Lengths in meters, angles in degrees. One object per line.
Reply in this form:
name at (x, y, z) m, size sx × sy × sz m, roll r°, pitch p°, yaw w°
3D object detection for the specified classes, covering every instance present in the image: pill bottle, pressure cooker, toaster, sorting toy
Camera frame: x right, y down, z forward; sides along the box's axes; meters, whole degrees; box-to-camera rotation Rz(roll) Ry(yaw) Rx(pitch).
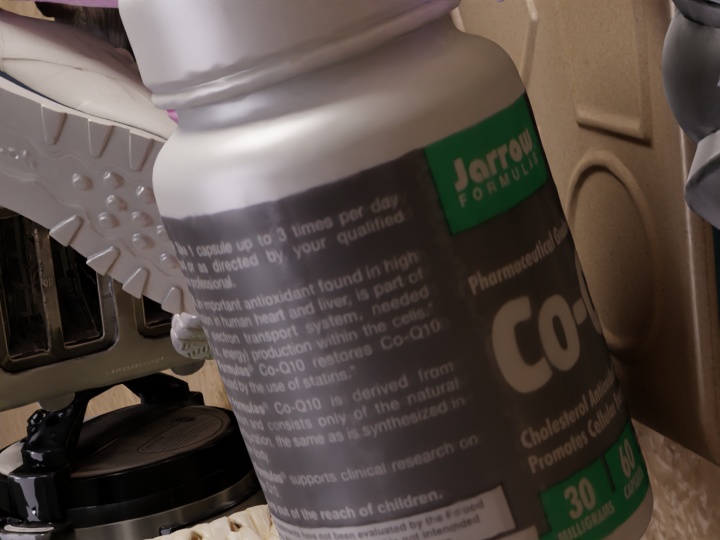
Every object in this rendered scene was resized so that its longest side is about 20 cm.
pill bottle at (0.006, -0.002, 0.572) m, size 0.200 × 0.113 × 0.113 m, roll 70°, pitch 164°, yaw -12°
pressure cooker at (-0.146, 0.164, 1.197) m, size 0.176 × 0.178 × 0.201 m, roll -158°, pitch 58°, yaw -73°
toaster at (-0.152, -0.029, 1.103) m, size 0.119 × 0.180 × 0.200 m, roll -134°, pitch 36°, yaw -55°
sorting toy at (0.072, -0.049, 0.631) m, size 0.185 × 0.036 × 0.201 m, roll -151°, pitch 47°, yaw -68°

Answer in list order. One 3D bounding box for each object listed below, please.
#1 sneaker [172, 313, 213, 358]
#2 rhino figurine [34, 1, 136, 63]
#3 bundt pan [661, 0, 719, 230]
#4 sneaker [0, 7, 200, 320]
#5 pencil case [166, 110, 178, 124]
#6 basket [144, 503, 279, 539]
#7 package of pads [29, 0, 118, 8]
sneaker at (-0.052, -0.040, 0.948) m, size 0.200 × 0.077 × 0.112 m, roll 125°, pitch 137°, yaw -52°
rhino figurine at (-0.069, -0.084, 0.808) m, size 0.060 × 0.199 × 0.088 m, roll -47°, pitch -37°, yaw -62°
bundt pan at (0.123, -0.048, 0.393) m, size 0.202 × 0.076 × 0.202 m, roll 170°, pitch 90°, yaw -73°
sneaker at (-0.095, -0.051, 0.755) m, size 0.076 × 0.200 × 0.081 m, roll -60°, pitch -1°, yaw 36°
pencil case at (0.005, 0.007, 0.684) m, size 0.200 × 0.087 × 0.087 m, roll 68°, pitch 164°, yaw -11°
basket at (0.015, 0.209, 0.752) m, size 0.198 × 0.160 × 0.200 m, roll -125°, pitch 27°, yaw -50°
package of pads at (-0.077, -0.162, 0.728) m, size 0.076 × 0.199 × 0.121 m, roll -53°, pitch -34°, yaw -60°
